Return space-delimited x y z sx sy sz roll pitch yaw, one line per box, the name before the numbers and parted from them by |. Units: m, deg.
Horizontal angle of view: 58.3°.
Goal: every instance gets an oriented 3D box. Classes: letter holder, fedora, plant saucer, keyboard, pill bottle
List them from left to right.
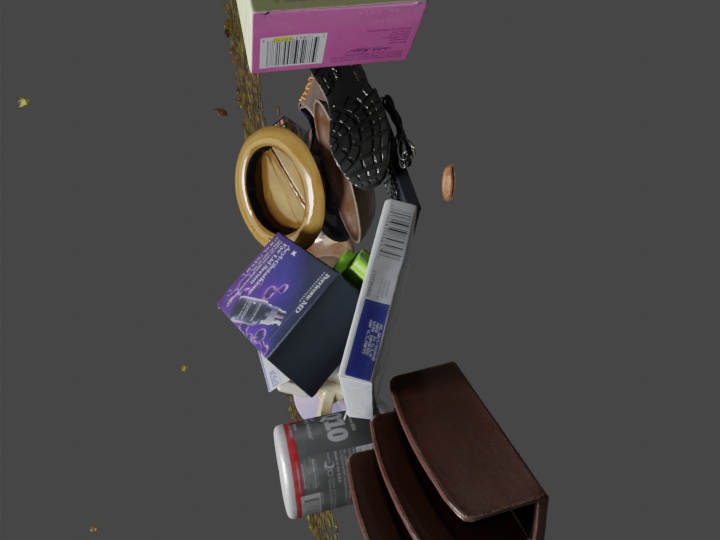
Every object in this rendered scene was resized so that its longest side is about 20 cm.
fedora | -0.114 -0.130 1.035 0.196 0.081 0.206 10 107 32
plant saucer | -0.095 0.010 1.115 0.037 0.197 0.201 63 177 -29
plant saucer | -0.019 -0.141 0.904 0.200 0.036 0.205 161 91 -82
pill bottle | -0.008 0.238 0.834 0.114 0.195 0.117 171 90 -77
keyboard | 0.035 -0.142 0.784 0.128 0.020 0.204 99 157 -55
letter holder | 0.064 0.196 0.614 0.201 0.138 0.103 -122 25 -60

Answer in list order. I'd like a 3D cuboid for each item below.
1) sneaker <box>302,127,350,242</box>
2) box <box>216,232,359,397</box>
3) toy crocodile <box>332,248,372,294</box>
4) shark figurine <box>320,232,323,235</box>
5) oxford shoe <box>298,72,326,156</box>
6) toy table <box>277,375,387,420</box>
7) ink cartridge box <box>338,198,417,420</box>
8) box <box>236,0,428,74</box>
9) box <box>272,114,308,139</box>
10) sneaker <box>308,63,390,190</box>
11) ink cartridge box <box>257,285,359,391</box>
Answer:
sneaker | -0.052 -0.151 1.064 0.082 0.069 0.205 -45 60 60
box | -0.094 0.056 0.919 0.104 0.149 0.199 46 170 -36
toy crocodile | 0.000 0.000 0.927 0.067 0.062 0.200 39 173 0
shark figurine | -0.115 -0.101 1.287 0.131 0.088 0.214 70 168 -23
oxford shoe | -0.062 -0.280 1.000 0.071 0.071 0.206 174 88 -77
toy table | -0.048 0.191 1.080 0.117 0.178 0.206 -102 18 -73
ink cartridge box | 0.021 0.058 0.729 0.201 0.040 0.204 89 -165 -66
box | -0.044 -0.322 0.660 0.097 0.171 0.205 123 136 -70
box | -0.097 -0.175 1.172 0.109 0.034 0.204 26 -139 -51
sneaker | -0.003 -0.193 0.778 0.087 0.074 0.205 14 -121 -74
ink cartridge box | -0.066 0.103 1.017 0.044 0.197 0.198 60 176 -24
